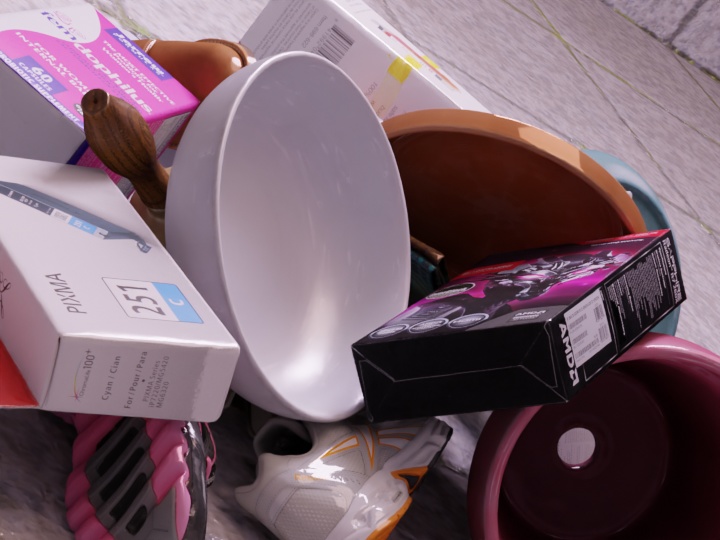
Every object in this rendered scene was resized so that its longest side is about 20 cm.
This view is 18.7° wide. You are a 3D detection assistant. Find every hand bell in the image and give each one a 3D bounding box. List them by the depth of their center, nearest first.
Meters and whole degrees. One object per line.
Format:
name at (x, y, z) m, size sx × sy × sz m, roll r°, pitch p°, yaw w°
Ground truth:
hand bell at (-0.113, -0.049, 1.210) m, size 0.104 × 0.104 × 0.200 m, roll 47°, pitch -7°, yaw 25°

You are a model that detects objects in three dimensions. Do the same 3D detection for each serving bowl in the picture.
serving bowl at (-0.048, -0.016, 1.193) m, size 0.200 × 0.065 × 0.201 m, roll 16°, pitch 72°, yaw -57°

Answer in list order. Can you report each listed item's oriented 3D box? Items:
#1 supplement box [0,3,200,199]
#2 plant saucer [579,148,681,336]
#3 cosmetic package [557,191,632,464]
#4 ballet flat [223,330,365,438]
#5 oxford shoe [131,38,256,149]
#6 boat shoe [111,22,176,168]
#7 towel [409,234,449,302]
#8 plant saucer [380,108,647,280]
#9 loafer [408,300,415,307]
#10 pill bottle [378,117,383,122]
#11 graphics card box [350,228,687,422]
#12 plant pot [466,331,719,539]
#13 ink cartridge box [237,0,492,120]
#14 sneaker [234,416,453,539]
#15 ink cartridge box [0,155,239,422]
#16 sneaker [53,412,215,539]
supplement box at (-0.188, -0.084, 1.283) m, size 0.101 × 0.103 × 0.200 m, roll 41°, pitch 15°, yaw 4°
plant saucer at (0.169, 0.014, 1.555) m, size 0.027 × 0.201 × 0.200 m, roll 3°, pitch -16°, yaw 46°
cosmetic package at (0.136, 0.045, 1.472) m, size 0.050 × 0.201 × 0.082 m, roll 3°, pitch 1°, yaw 42°
ballet flat at (-0.067, 0.059, 1.249) m, size 0.199 × 0.071 × 0.071 m, roll 29°, pitch 19°, yaw -34°
oxford shoe at (-0.146, -0.119, 1.413) m, size 0.199 × 0.072 × 0.071 m, roll 1°, pitch -10°, yaw 45°
boat shoe at (-0.130, -0.104, 1.519) m, size 0.070 × 0.071 × 0.200 m, roll 18°, pitch 20°, yaw -45°
towel at (0.000, 0.000, 1.402) m, size 0.146 × 0.022 × 0.200 m, roll 30°, pitch -15°, yaw 17°
plant saucer at (0.084, -0.032, 1.362) m, size 0.200 × 0.200 × 0.032 m, roll 34°, pitch 55°, yaw -18°
loafer at (-0.023, 0.032, 1.376) m, size 0.199 × 0.070 × 0.075 m, roll 29°, pitch -18°, yaw 25°
pill bottle at (0.020, -0.029, 1.559) m, size 0.200 × 0.113 × 0.113 m, roll 41°, pitch 17°, yaw 6°
graphics card box at (0.094, 0.029, 1.242) m, size 0.200 × 0.125 × 0.051 m, roll -32°, pitch 111°, yaw -58°
plant pot at (0.155, 0.128, 1.339) m, size 0.200 × 0.200 × 0.179 m, roll 36°, pitch 2°, yaw -11°
ink cartridge box at (-0.008, -0.112, 1.660) m, size 0.200 × 0.145 × 0.083 m, roll 41°, pitch 16°, yaw 5°
sneaker at (-0.011, 0.105, 1.224) m, size 0.092 × 0.076 × 0.200 m, roll 35°, pitch 15°, yaw 3°
ink cartridge box at (-0.175, 0.002, 1.042) m, size 0.175 × 0.045 × 0.200 m, roll 5°, pitch 25°, yaw -31°
sneaker at (-0.100, 0.091, 1.086) m, size 0.095 × 0.079 × 0.200 m, roll 42°, pitch 14°, yaw -34°
